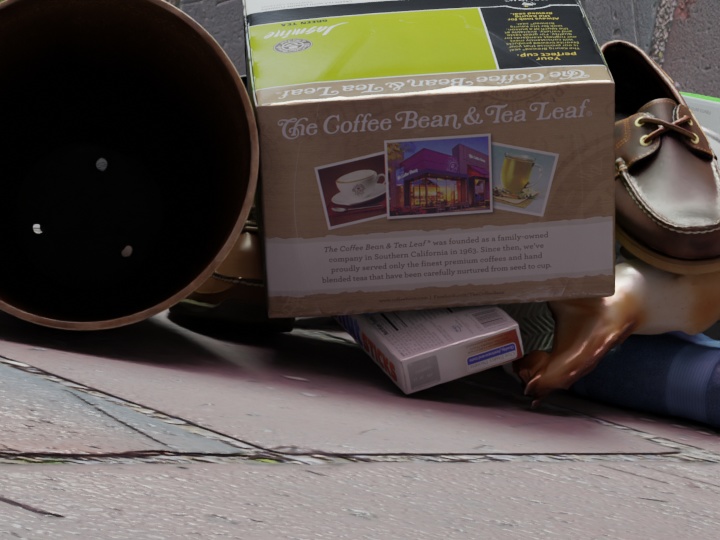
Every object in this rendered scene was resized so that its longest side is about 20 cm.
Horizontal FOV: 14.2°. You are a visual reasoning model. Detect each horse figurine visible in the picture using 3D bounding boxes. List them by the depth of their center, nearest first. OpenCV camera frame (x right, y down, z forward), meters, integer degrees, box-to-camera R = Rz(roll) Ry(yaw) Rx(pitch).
[{"bbox_3d":[0.157,0.010,1.667,0.199,0.050,0.133,-12,28,-20],"label":"horse figurine"}]

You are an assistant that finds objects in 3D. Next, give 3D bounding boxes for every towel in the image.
[{"bbox_3d":[0.218,0.065,1.683,0.199,0.049,0.111,13,7,24],"label":"towel"}]

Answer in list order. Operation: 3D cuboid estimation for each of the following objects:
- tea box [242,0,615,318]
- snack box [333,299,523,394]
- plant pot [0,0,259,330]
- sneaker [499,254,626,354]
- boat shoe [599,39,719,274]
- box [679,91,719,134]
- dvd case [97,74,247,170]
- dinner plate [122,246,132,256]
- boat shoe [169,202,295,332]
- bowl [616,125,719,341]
[{"bbox_3d":[0.036,-0.076,1.653,0.198,0.135,0.197,-3,24,-2],"label":"tea box"},{"bbox_3d":[0.024,0.016,1.657,0.071,0.024,0.200,-18,24,-13],"label":"snack box"},{"bbox_3d":[-0.154,-0.046,1.626,0.185,0.188,0.200,10,-10,-3],"label":"plant pot"},{"bbox_3d":[0.094,0.026,1.797,0.199,0.076,0.084,3,-10,-27],"label":"sneaker"},{"bbox_3d":[0.169,-0.069,1.687,0.070,0.071,0.200,-3,30,-15],"label":"boat shoe"},{"bbox_3d":[0.277,-0.024,1.995,0.096,0.178,0.200,7,7,-29],"label":"box"},{"bbox_3d":[-0.109,-0.098,1.935,0.199,0.018,0.143,-11,-12,-8],"label":"dvd case"},{"bbox_3d":[-0.203,-0.050,1.893,0.200,0.024,0.200,34,-8,5],"label":"dinner plate"},{"bbox_3d":[-0.079,-0.009,1.754,0.075,0.074,0.200,8,6,-13],"label":"boat shoe"},{"bbox_3d":[0.197,-0.032,1.854,0.200,0.091,0.202,21,-33,14],"label":"bowl"}]
